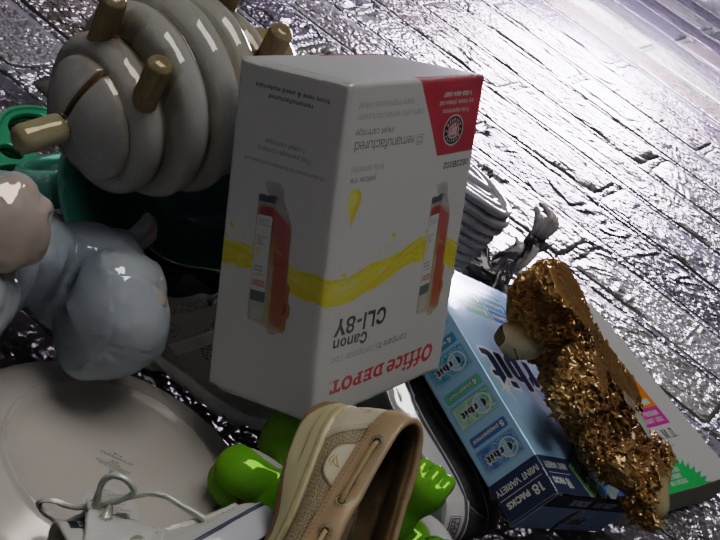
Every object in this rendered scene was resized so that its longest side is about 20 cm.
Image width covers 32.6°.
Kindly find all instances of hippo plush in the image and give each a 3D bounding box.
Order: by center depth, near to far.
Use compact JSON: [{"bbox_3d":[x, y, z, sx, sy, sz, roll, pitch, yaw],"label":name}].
[{"bbox_3d":[-0.205,0.016,0.732,0.161,0.159,0.200,31,5,-39],"label":"hippo plush"}]

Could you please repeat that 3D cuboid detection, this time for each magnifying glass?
[{"bbox_3d":[-0.270,-0.085,0.930,0.080,0.022,0.200,34,30,7],"label":"magnifying glass"}]

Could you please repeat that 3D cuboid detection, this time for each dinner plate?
[{"bbox_3d":[-0.149,0.117,0.724,0.200,0.024,0.200,22,31,-14],"label":"dinner plate"}]

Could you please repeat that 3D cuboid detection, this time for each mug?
[{"bbox_3d":[-0.141,-0.077,0.898,0.185,0.152,0.114,33,24,-1],"label":"mug"}]

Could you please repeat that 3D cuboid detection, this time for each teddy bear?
[{"bbox_3d":[0.154,0.091,0.851,0.200,0.067,0.145,55,21,-15],"label":"teddy bear"}]

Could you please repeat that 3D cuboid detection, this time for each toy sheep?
[{"bbox_3d":[-0.120,-0.108,0.740,0.200,0.138,0.138,-19,54,-37],"label":"toy sheep"}]

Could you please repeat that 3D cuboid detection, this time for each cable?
[{"bbox_3d":[0.021,-0.083,0.913,0.200,0.069,0.200,41,10,1],"label":"cable"}]

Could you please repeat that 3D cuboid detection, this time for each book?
[{"bbox_3d":[0.198,0.117,1.026,0.133,0.048,0.200,-5,46,-40],"label":"book"}]

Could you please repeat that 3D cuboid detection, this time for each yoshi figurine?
[{"bbox_3d":[0.010,0.142,0.740,0.200,0.113,0.112,30,16,-6],"label":"yoshi figurine"}]

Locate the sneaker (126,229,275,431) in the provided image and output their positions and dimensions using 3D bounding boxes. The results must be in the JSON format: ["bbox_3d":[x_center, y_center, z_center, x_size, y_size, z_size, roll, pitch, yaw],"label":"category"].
[{"bbox_3d":[-0.092,0.043,0.829,0.200,0.082,0.075,24,29,-11],"label":"sneaker"}]

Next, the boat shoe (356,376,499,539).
[{"bbox_3d":[0.035,0.102,0.865,0.068,0.072,0.200,3,42,-39],"label":"boat shoe"}]

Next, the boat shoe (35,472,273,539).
[{"bbox_3d":[-0.134,0.146,0.625,0.202,0.075,0.086,-22,68,-40],"label":"boat shoe"}]

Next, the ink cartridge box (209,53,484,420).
[{"bbox_3d":[-0.007,-0.025,0.748,0.083,0.200,0.145,19,20,32],"label":"ink cartridge box"}]

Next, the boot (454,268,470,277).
[{"bbox_3d":[0.000,0.000,0.983,0.200,0.078,0.138,31,33,-8],"label":"boot"}]

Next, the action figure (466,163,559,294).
[{"bbox_3d":[0.112,-0.042,1.132,0.119,0.102,0.200,29,24,-32],"label":"action figure"}]

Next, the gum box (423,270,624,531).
[{"bbox_3d":[0.106,0.091,0.890,0.170,0.045,0.200,22,33,-58],"label":"gum box"}]

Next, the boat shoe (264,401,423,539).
[{"bbox_3d":[-0.017,0.163,0.628,0.071,0.064,0.200,38,59,-50],"label":"boat shoe"}]
